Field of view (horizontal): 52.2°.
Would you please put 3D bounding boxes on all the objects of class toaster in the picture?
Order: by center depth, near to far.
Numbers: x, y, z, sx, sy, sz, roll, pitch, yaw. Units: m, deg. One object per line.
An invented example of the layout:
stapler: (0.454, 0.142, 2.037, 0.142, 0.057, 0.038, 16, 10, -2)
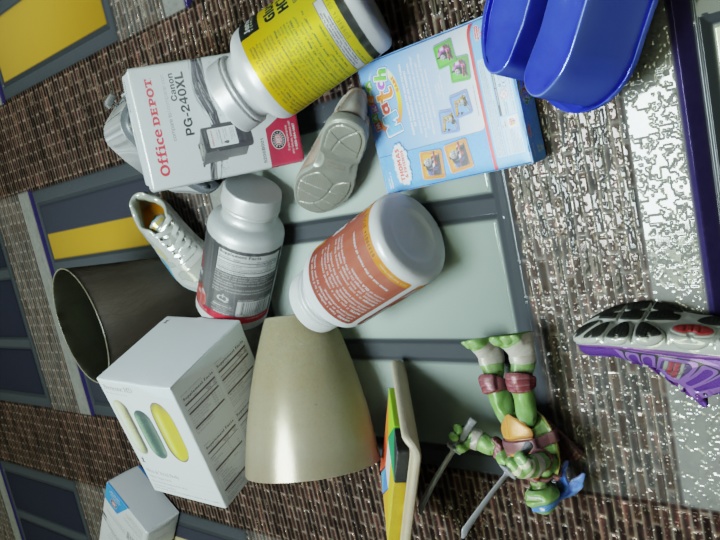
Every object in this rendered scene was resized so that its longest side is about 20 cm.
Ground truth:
toaster: (-0.263, -0.182, 1.031, 0.199, 0.115, 0.128, 37, 161, -33)

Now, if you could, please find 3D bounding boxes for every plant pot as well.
plant pot: (-0.075, 0.161, 0.990, 0.185, 0.185, 0.205, -11, 85, 43)

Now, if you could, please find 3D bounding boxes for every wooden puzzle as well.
wooden puzzle: (0.047, 0.241, 0.907, 0.036, 0.186, 0.205, -1, 112, -2)

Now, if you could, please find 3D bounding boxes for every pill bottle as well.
pill bottle: (-0.072, -0.245, 0.820, 0.198, 0.112, 0.114, -30, 85, 16)
pill bottle: (0.000, 0.000, 0.892, 0.199, 0.111, 0.114, -33, 83, 43)
pill bottle: (-0.167, -0.027, 1.033, 0.110, 0.110, 0.203, 34, 125, 27)

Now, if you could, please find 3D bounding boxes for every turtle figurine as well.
turtle figurine: (0.139, 0.172, 0.791, 0.195, 0.144, 0.199, -10, 83, 10)

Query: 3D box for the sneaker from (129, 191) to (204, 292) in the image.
sneaker: (-0.291, -0.043, 1.145, 0.199, 0.077, 0.081, 42, 172, 22)

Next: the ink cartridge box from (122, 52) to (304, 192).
ink cartridge box: (-0.184, -0.190, 0.922, 0.083, 0.196, 0.149, -156, 54, -68)

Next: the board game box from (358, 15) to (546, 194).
board game box: (0.093, -0.175, 0.798, 0.197, 0.036, 0.155, -7, 100, 43)

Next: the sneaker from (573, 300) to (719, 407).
sneaker: (0.294, 0.084, 0.685, 0.197, 0.080, 0.085, 8, 116, 39)

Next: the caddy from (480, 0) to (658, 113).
caddy: (0.190, -0.241, 0.645, 0.142, 0.103, 0.204, 50, 136, 49)

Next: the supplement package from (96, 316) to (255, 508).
supplement package: (-0.231, 0.192, 1.028, 0.149, 0.151, 0.204, 0, 121, 33)

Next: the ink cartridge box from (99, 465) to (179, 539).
ink cartridge box: (-0.460, 0.531, 1.512, 0.146, 0.085, 0.203, 38, 128, 26)

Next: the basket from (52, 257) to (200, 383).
basket: (-0.359, 0.058, 1.174, 0.135, 0.198, 0.184, -24, 88, 44)

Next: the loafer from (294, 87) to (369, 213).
loafer: (-0.030, -0.142, 0.899, 0.071, 0.064, 0.200, 21, 151, -9)
